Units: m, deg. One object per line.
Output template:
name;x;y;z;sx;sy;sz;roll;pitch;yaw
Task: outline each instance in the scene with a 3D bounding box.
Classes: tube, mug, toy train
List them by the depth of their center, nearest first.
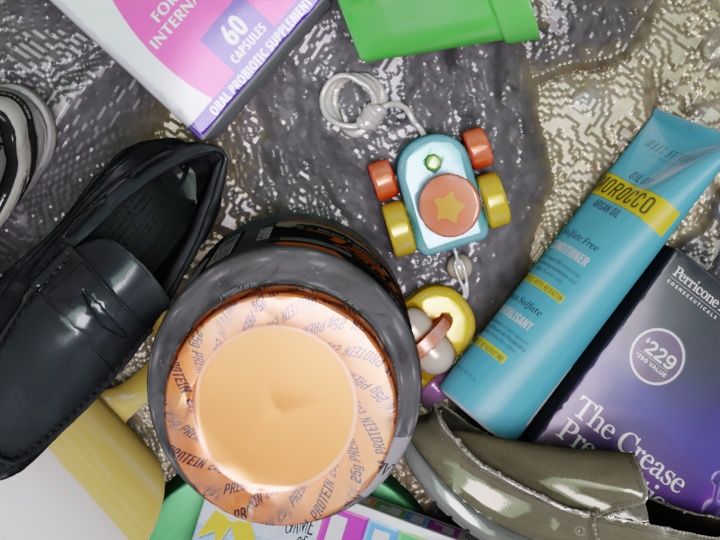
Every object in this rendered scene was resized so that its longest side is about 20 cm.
mug;-0.194;0.076;0.774;0.148;0.187;0.154;-14;123;30
tube;0.122;0.001;0.824;0.050;0.077;0.201;39;88;-36
toy train;0.000;0.000;0.832;0.149;0.056;0.202;22;94;-5

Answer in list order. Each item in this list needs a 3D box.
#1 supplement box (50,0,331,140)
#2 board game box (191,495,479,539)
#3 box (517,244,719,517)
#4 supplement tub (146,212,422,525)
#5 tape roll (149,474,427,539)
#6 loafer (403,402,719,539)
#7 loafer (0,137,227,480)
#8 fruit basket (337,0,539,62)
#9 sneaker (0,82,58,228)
supplement box;-0.119;-0.172;0.787;0.200;0.103;0.101;42;94;-4
board game box;0.001;0.189;0.792;0.198;0.034;0.136;18;94;8
box;0.200;0.099;0.842;0.199;0.079;0.142;36;90;-5
supplement tub;-0.033;0.043;0.712;0.121;0.200;0.124;0;99;-1
tape roll;-0.043;0.197;0.852;0.198;0.048;0.203;0;96;-3
loafer;0.113;0.114;0.768;0.198;0.075;0.070;28;103;-4
loafer;-0.125;0.010;0.713;0.068;0.070;0.201;49;49;-25
fruit basket;0.064;-0.216;0.763;0.213;0.156;0.218;1;99;4
sneaker;-0.236;-0.014;0.803;0.075;0.088;0.201;32;95;-7
